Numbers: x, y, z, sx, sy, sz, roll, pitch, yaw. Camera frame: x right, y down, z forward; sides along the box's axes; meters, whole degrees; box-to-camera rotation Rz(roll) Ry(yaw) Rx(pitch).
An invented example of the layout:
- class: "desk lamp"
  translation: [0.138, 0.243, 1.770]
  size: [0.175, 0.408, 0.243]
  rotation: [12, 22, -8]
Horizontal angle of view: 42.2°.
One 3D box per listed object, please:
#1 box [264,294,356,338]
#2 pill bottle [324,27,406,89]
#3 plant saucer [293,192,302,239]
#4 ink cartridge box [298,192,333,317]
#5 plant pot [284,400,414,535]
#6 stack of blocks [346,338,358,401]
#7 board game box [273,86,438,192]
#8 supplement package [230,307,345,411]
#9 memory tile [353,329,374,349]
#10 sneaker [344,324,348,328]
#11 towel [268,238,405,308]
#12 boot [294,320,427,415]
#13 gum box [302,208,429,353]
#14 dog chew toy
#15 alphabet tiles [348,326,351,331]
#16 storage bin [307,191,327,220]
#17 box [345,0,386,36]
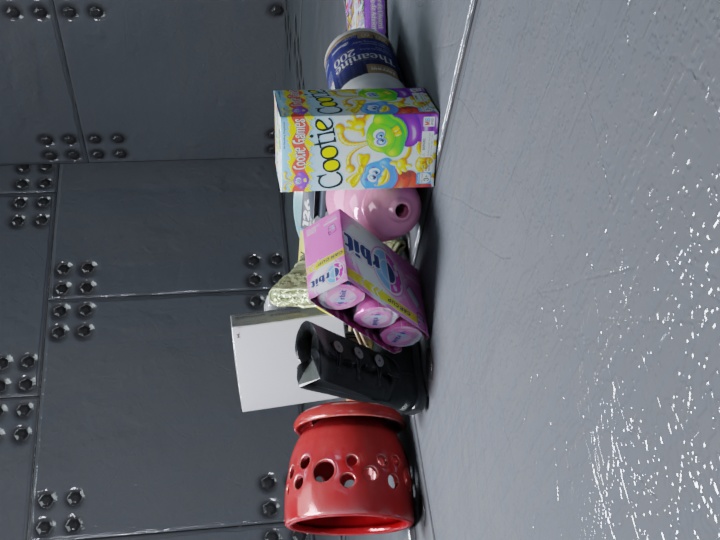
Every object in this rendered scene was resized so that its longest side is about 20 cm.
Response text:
- class: "box"
  translation: [-0.087, 0.149, 1.847]
  size: [0.131, 0.198, 0.201]
  rotation: [129, 137, -77]
- class: "pill bottle"
  translation: [0.012, -0.254, 1.345]
  size: [0.201, 0.110, 0.111]
  rotation: [-102, 12, -46]
- class: "plant saucer"
  translation: [-0.060, -0.123, 1.690]
  size: [0.201, 0.038, 0.203]
  rotation: [3, 94, 59]
- class: "ink cartridge box"
  translation: [-0.073, -0.039, 1.639]
  size: [0.200, 0.047, 0.199]
  rotation: [21, 111, 54]
- class: "plant pot"
  translation: [-0.020, 0.307, 1.446]
  size: [0.201, 0.199, 0.184]
  rotation: [106, 162, -66]
- class: "stack of blocks"
  translation: [0.012, 0.209, 1.671]
  size: [0.200, 0.058, 0.116]
  rotation: [-119, 28, -72]
- class: "board game box"
  translation: [-0.009, -0.170, 1.205]
  size: [0.103, 0.198, 0.106]
  rotation: [-107, 16, -60]
- class: "supplement package"
  translation: [-0.127, 0.153, 1.683]
  size: [0.111, 0.198, 0.157]
  rotation: [-136, 39, -78]
- class: "memory tile"
  translation: [0.012, 0.113, 1.481]
  size: [0.200, 0.017, 0.154]
  rotation: [61, -173, -71]
- class: "sneaker"
  translation: [-0.015, 0.012, 1.743]
  size: [0.085, 0.076, 0.201]
  rotation: [-82, -8, -64]
- class: "towel"
  translation: [-0.037, 0.001, 1.426]
  size: [0.149, 0.199, 0.037]
  rotation: [-51, -56, -40]
- class: "boot"
  translation: [-0.008, 0.111, 1.293]
  size: [0.066, 0.199, 0.165]
  rotation: [-49, 41, 30]
- class: "gum box"
  translation: [0.012, 0.020, 1.246]
  size: [0.200, 0.066, 0.114]
  rotation: [35, -144, -44]
- class: "dog chew toy"
  translation: [0.025, -0.095, 1.300]
  size: [0.200, 0.124, 0.126]
  rotation: [-146, 54, -70]
- class: "alphabet tiles"
  translation: [0.000, 0.000, 1.595]
  size: [0.200, 0.006, 0.168]
  rotation: [-58, -28, -61]
- class: "storage bin"
  translation: [-0.021, -0.179, 1.513]
  size: [0.146, 0.133, 0.201]
  rotation: [97, 168, -49]
- class: "box"
  translation: [0.008, -0.424, 1.567]
  size: [0.200, 0.039, 0.138]
  rotation: [-165, 72, -81]
